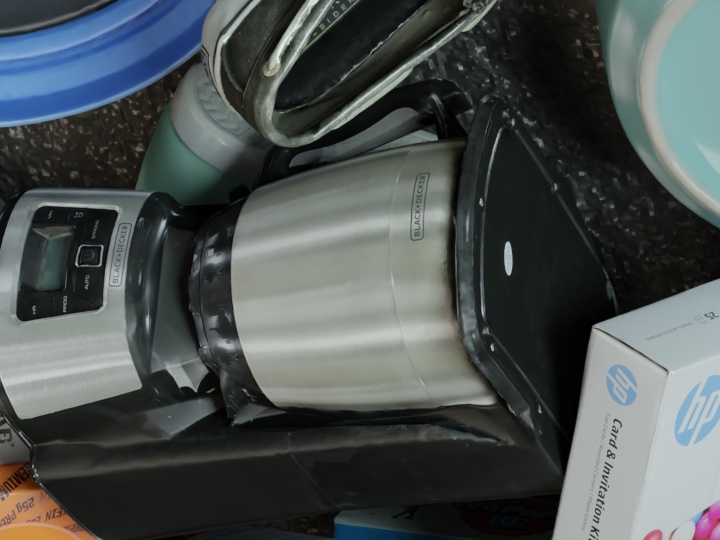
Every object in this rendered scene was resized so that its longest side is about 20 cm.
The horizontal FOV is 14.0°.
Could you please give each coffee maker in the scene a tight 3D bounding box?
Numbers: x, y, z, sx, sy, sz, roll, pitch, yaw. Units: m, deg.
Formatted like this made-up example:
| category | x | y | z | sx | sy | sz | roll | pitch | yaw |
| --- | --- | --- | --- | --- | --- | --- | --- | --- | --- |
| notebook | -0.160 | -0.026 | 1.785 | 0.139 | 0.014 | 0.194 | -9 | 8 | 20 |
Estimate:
| category | x | y | z | sx | sy | sz | roll | pitch | yaw |
| --- | --- | --- | --- | --- | --- | --- | --- | --- | --- |
| coffee maker | -0.016 | 0.040 | 1.076 | 0.199 | 0.135 | 0.193 | -8 | 122 | 23 |

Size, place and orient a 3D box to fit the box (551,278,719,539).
| category | x | y | z | sx | sy | sz | roll | pitch | yaw |
| --- | --- | --- | --- | --- | --- | --- | --- | --- | --- |
| box | 0.130 | 0.095 | 1.072 | 0.041 | 0.156 | 0.201 | 30 | 123 | 37 |

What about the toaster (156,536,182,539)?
| category | x | y | z | sx | sy | sz | roll | pitch | yaw |
| --- | --- | --- | --- | --- | --- | --- | --- | --- | --- |
| toaster | -0.117 | 0.186 | 1.290 | 0.200 | 0.181 | 0.119 | 40 | 131 | -9 |

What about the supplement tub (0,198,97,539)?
| category | x | y | z | sx | sy | sz | roll | pitch | yaw |
| --- | --- | --- | --- | --- | --- | --- | --- | --- | --- |
| supplement tub | -0.169 | 0.059 | 1.194 | 0.122 | 0.200 | 0.123 | -14 | 132 | -16 |

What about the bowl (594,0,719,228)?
| category | x | y | z | sx | sy | sz | roll | pitch | yaw |
| --- | --- | --- | --- | --- | --- | --- | --- | --- | --- |
| bowl | 0.165 | -0.085 | 1.029 | 0.200 | 0.105 | 0.201 | 11 | 126 | 15 |

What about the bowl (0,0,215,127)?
| category | x | y | z | sx | sy | sz | roll | pitch | yaw |
| --- | --- | --- | --- | --- | --- | --- | --- | --- | --- |
| bowl | -0.134 | -0.131 | 1.049 | 0.200 | 0.039 | 0.201 | -7 | 141 | -6 |

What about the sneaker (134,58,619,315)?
| category | x | y | z | sx | sy | sz | roll | pitch | yaw |
| --- | --- | --- | --- | --- | --- | --- | --- | --- | --- |
| sneaker | 0.000 | 0.000 | 1.181 | 0.200 | 0.074 | 0.118 | 29 | 137 | -6 |

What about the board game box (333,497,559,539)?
| category | x | y | z | sx | sy | sz | roll | pitch | yaw |
| --- | --- | --- | --- | --- | --- | --- | --- | --- | --- |
| board game box | 0.064 | 0.199 | 1.264 | 0.147 | 0.064 | 0.201 | 5 | 106 | 19 |

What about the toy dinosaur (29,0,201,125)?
| category | x | y | z | sx | sy | sz | roll | pitch | yaw |
| --- | --- | --- | --- | --- | --- | --- | --- | --- | --- |
| toy dinosaur | -0.116 | -0.091 | 1.179 | 0.199 | 0.048 | 0.088 | -8 | 138 | 24 |

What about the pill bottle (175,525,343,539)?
| category | x | y | z | sx | sy | sz | roll | pitch | yaw |
| --- | --- | --- | --- | --- | --- | --- | --- | --- | --- |
| pill bottle | -0.023 | 0.158 | 1.132 | 0.113 | 0.113 | 0.200 | 45 | 164 | -13 |

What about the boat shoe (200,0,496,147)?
| category | x | y | z | sx | sy | sz | roll | pitch | yaw |
| --- | --- | --- | --- | --- | --- | --- | --- | --- | --- |
| boat shoe | 0.033 | -0.119 | 1.025 | 0.200 | 0.064 | 0.071 | -45 | 124 | 1 |
